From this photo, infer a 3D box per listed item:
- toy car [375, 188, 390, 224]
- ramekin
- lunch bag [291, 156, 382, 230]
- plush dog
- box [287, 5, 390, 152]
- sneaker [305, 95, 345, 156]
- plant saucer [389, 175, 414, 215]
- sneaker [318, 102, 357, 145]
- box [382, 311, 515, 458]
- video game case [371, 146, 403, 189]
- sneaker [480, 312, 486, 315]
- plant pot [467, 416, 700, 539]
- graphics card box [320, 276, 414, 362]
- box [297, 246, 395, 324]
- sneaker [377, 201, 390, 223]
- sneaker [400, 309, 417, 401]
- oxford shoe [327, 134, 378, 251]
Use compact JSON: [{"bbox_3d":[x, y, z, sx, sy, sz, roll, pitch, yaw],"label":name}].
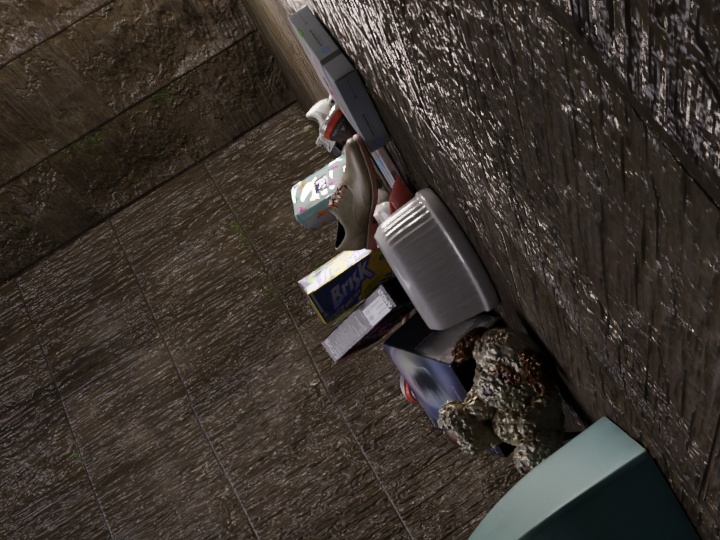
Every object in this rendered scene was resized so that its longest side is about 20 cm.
[{"bbox_3d":[0.030,-0.061,2.068,0.200,0.150,0.175,-112,-4,-60],"label":"toy car"},{"bbox_3d":[0.104,-0.008,1.398,0.201,0.105,0.200,58,-179,-1],"label":"ramekin"},{"bbox_3d":[-0.059,-0.178,2.196,0.122,0.170,0.200,59,-162,-5],"label":"lunch bag"},{"bbox_3d":[0.203,0.151,1.257,0.200,0.160,0.172,17,133,46],"label":"plush dog"},{"bbox_3d":[-0.033,-0.296,1.497,0.200,0.041,0.156,60,-179,41],"label":"box"},{"bbox_3d":[-0.046,-0.277,2.105,0.200,0.088,0.074,57,179,8],"label":"sneaker"},{"bbox_3d":[0.108,-0.045,1.657,0.200,0.037,0.200,56,175,13],"label":"plant saucer"},{"bbox_3d":[-0.017,-0.241,1.671,0.082,0.077,0.200,32,-165,0],"label":"sneaker"},{"bbox_3d":[0.170,0.174,1.572,0.198,0.123,0.200,11,137,60],"label":"box"},{"bbox_3d":[0.068,-0.152,1.749,0.200,0.017,0.143,59,180,-18],"label":"video game case"},{"bbox_3d":[0.194,0.109,1.700,0.081,0.075,0.200,59,179,-6],"label":"sneaker"},{"bbox_3d":[0.220,0.275,0.995,0.142,0.200,0.141,58,-179,-6],"label":"plant pot"},{"bbox_3d":[0.033,0.074,1.661,0.125,0.200,0.051,-21,-109,-47],"label":"graphics card box"},{"bbox_3d":[0.000,0.000,1.618,0.070,0.200,0.064,59,174,-27],"label":"box"},{"bbox_3d":[0.089,-0.041,1.879,0.200,0.080,0.076,54,160,-10],"label":"sneaker"},{"bbox_3d":[0.126,0.133,1.716,0.077,0.082,0.201,8,-98,-42],"label":"sneaker"},{"bbox_3d":[-0.014,-0.115,1.522,0.070,0.075,0.201,-121,23,-59],"label":"oxford shoe"}]
